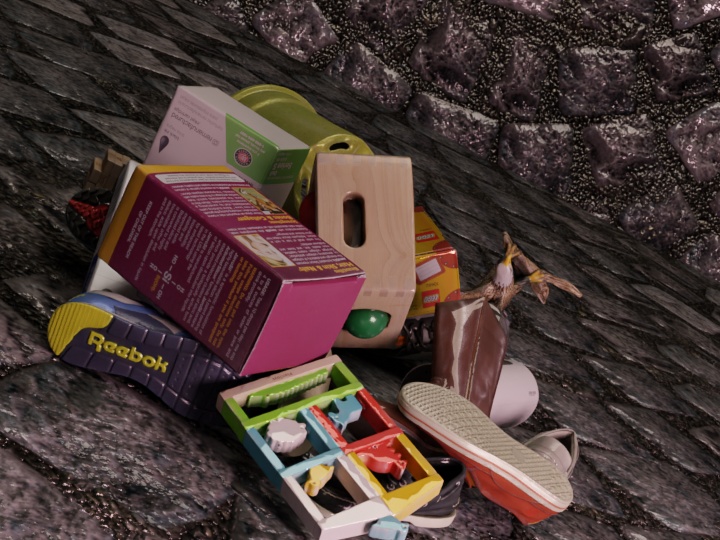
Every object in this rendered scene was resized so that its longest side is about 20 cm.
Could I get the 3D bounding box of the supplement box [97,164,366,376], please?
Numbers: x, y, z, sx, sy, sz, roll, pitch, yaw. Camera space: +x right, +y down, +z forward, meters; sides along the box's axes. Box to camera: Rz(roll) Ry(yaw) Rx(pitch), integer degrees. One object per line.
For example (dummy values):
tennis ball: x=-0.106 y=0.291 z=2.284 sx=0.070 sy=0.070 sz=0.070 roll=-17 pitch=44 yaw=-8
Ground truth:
supplement box: x=-0.118 y=-0.005 z=1.396 sx=0.200 sy=0.103 sz=0.131 roll=37 pitch=22 yaw=28

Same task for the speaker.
speaker: x=0.123 y=0.142 z=1.708 sx=0.081 sy=0.081 sz=0.200 roll=36 pitch=16 yaw=27

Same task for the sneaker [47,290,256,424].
sneaker: x=-0.182 y=0.072 z=1.390 sx=0.200 sy=0.074 sz=0.082 roll=27 pitch=13 yaw=-7

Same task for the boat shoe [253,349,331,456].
boat shoe: x=-0.073 y=0.120 z=1.457 sx=0.063 sy=0.074 sz=0.201 roll=-7 pitch=22 yaw=11

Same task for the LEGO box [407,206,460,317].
LEGO box: x=0.000 y=0.000 z=1.779 sx=0.200 sy=0.077 sz=0.149 roll=-11 pitch=24 yaw=-9

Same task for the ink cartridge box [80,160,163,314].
ink cartridge box: x=-0.166 y=0.006 z=1.519 sx=0.200 sy=0.041 sz=0.200 roll=24 pitch=47 yaw=-17

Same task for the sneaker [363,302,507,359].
sneaker: x=0.082 y=0.077 z=1.777 sx=0.200 sy=0.074 sz=0.079 roll=-4 pitch=6 yaw=37

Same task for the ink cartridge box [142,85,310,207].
ink cartridge box: x=-0.170 y=-0.085 z=1.706 sx=0.145 sy=0.200 sz=0.084 roll=33 pitch=17 yaw=18

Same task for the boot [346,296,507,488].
boot: x=0.070 y=0.099 z=1.556 sx=0.186 sy=0.064 sz=0.200 roll=32 pitch=55 yaw=-30

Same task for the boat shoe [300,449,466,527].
boat shoe: x=0.028 y=0.191 z=1.377 sx=0.199 sy=0.066 sz=0.075 roll=14 pitch=22 yaw=-43

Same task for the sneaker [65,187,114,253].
sneaker: x=-0.220 y=-0.016 z=1.608 sx=0.200 sy=0.079 sz=0.096 roll=41 pitch=-9 yaw=-7

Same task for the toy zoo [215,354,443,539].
toy zoo: x=-0.020 y=0.161 z=1.323 sx=0.131 sy=0.020 sz=0.200 roll=-17 pitch=49 yaw=-34

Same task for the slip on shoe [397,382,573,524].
slip on shoe: x=0.113 y=0.180 z=1.477 sx=0.200 sy=0.061 sz=0.074 roll=36 pitch=28 yaw=-12

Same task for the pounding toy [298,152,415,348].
pounding toy: x=-0.022 y=-0.005 z=1.590 sx=0.142 sy=0.200 sz=0.184 roll=2 pitch=-25 yaw=-7

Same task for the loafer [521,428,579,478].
loafer: x=0.185 y=0.207 z=1.611 sx=0.070 sy=0.070 sz=0.200 roll=32 pitch=15 yaw=13

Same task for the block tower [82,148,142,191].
block tower: x=-0.237 y=-0.082 z=1.869 sx=0.200 sy=0.054 sz=0.058 roll=24 pitch=15 yaw=-16

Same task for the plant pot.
plant pot: x=-0.078 y=-0.125 z=1.935 sx=0.200 sy=0.201 sz=0.184 roll=17 pitch=3 yaw=-38

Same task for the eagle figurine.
eagle figurine: x=0.158 y=0.039 z=1.904 sx=0.152 sy=0.151 sz=0.200 roll=8 pitch=41 yaw=38
